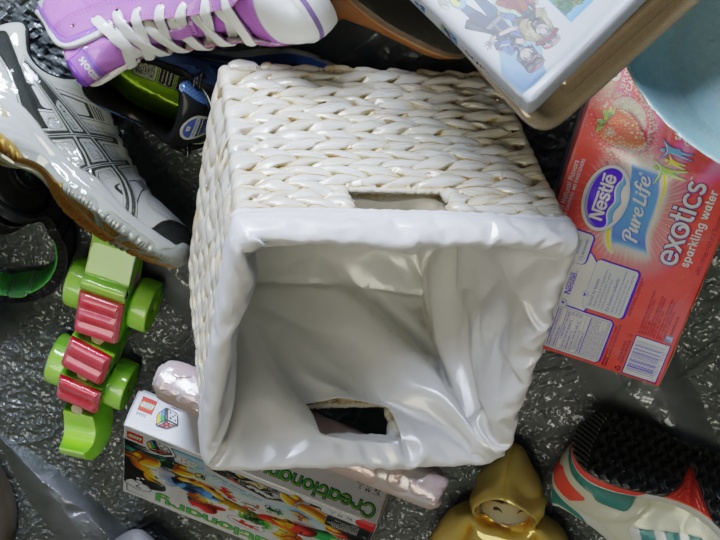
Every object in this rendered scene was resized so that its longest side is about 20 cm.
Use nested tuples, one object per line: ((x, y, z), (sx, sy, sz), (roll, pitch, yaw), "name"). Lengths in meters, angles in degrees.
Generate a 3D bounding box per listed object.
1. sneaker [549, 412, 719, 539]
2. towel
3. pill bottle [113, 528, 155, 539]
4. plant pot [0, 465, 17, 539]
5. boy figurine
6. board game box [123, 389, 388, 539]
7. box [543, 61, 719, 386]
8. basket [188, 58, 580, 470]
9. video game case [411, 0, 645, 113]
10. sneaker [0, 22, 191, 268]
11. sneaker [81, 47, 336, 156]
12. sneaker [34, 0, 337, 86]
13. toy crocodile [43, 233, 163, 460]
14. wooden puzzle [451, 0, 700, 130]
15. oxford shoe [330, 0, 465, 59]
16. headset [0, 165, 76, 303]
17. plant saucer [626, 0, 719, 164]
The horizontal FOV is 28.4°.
((0.226, 0.174, 1.009), (0.198, 0.071, 0.094), (24, 142, -2), "sneaker")
((-0.036, 0.112, 0.983), (0.197, 0.191, 0.033), (21, 85, 4), "towel")
((-0.146, 0.314, 1.170), (0.104, 0.105, 0.200), (-37, 106, 31), "pill bottle")
((-0.404, 0.230, 1.152), (0.197, 0.174, 0.202), (8, 124, 12), "plant pot")
((0.108, 0.218, 1.063), (0.123, 0.065, 0.202), (16, 127, 10), "boy figurine")
((-0.083, 0.165, 1.075), (0.197, 0.035, 0.127), (21, 148, 3), "board game box")
((0.168, -0.047, 0.862), (0.101, 0.095, 0.202), (17, 124, 5), "box")
((0.000, 0.000, 0.857), (0.195, 0.162, 0.202), (1, 133, -14), "basket")
((0.090, -0.210, 0.711), (0.200, 0.022, 0.182), (-44, 79, -5), "video game case")
((-0.179, -0.084, 0.946), (0.199, 0.088, 0.075), (40, 162, -18), "sneaker")
((-0.086, -0.100, 0.905), (0.197, 0.090, 0.079), (15, 124, 1), "sneaker")
((-0.110, -0.142, 0.833), (0.199, 0.115, 0.073), (21, 158, 37), "sneaker")
((-0.193, 0.052, 1.047), (0.067, 0.062, 0.202), (21, 124, 2), "toy crocodile")
((0.106, -0.198, 0.737), (0.199, 0.037, 0.186), (-40, 79, -4), "wooden puzzle")
((-0.015, -0.182, 0.860), (0.198, 0.072, 0.071), (32, 150, 0), "oxford shoe")
((-0.280, -0.047, 0.992), (0.122, 0.095, 0.202), (-7, 130, 19), "headset")
((0.229, -0.118, 0.760), (0.198, 0.203, 0.039), (16, 151, 6), "plant saucer")
